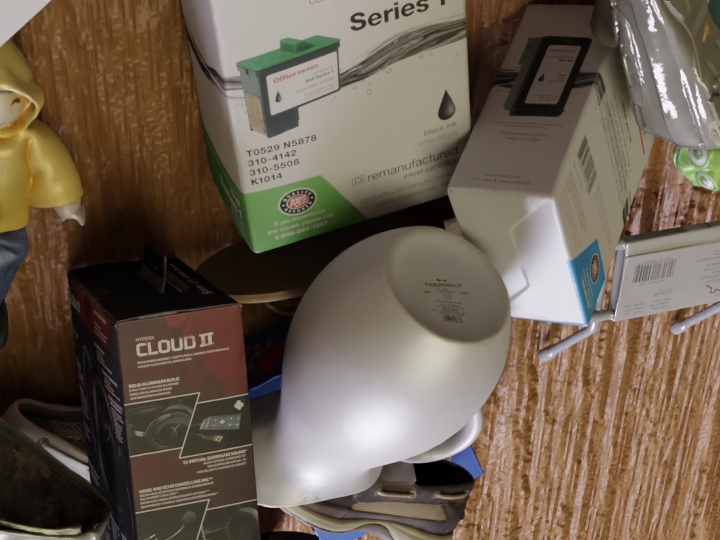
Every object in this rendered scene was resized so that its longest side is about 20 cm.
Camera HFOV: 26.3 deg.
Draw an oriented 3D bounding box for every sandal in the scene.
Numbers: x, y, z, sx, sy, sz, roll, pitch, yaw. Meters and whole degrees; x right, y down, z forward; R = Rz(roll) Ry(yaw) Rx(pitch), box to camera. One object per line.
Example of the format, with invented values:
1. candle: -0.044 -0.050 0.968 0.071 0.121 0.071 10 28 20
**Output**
1. sandal: 0.002 0.003 0.991 0.211 0.078 0.070 -21 125 -14

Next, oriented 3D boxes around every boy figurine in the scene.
1. boy figurine: -0.210 -0.046 0.861 0.124 0.065 0.200 4 129 -25

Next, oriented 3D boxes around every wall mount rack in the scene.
1. wall mount rack: 0.207 0.005 1.100 0.199 0.075 0.174 -9 128 -18

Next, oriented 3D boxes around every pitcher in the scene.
1. pitcher: 0.027 0.064 0.933 0.171 0.122 0.200 1 145 -30

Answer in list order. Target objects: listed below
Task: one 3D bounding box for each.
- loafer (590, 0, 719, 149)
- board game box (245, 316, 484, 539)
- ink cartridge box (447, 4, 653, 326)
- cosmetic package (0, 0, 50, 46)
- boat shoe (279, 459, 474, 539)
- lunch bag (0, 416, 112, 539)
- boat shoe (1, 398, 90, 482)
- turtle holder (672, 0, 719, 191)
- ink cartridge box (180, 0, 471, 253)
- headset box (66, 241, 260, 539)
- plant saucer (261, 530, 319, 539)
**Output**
1. loafer: 0.157 -0.145 0.855 0.070 0.070 0.200 -58 137 -34
2. board game box: -0.004 0.105 1.100 0.134 0.045 0.200 -27 134 -2
3. ink cartridge box: 0.126 -0.081 0.944 0.068 0.200 0.116 6 141 26
4. cosmetic package: -0.236 -0.140 0.752 0.200 0.085 0.108 -39 134 9
5. boat shoe: 0.001 0.136 1.057 0.200 0.074 0.073 24 103 -44
6. lunch bag: -0.256 0.169 0.927 0.200 0.118 0.164 27 121 4
7. boat shoe: -0.147 0.124 1.029 0.199 0.071 0.069 10 125 -30
8. turtle holder: 0.252 -0.151 0.937 0.185 0.132 0.141 -32 134 0
9. ink cartridge box: -0.019 -0.126 0.866 0.146 0.084 0.200 -18 134 -11
10. headset box: -0.119 0.086 0.919 0.077 0.149 0.201 -7 103 -20
11. plant saucer: -0.105 0.258 1.098 0.034 0.200 0.200 41 108 -4
